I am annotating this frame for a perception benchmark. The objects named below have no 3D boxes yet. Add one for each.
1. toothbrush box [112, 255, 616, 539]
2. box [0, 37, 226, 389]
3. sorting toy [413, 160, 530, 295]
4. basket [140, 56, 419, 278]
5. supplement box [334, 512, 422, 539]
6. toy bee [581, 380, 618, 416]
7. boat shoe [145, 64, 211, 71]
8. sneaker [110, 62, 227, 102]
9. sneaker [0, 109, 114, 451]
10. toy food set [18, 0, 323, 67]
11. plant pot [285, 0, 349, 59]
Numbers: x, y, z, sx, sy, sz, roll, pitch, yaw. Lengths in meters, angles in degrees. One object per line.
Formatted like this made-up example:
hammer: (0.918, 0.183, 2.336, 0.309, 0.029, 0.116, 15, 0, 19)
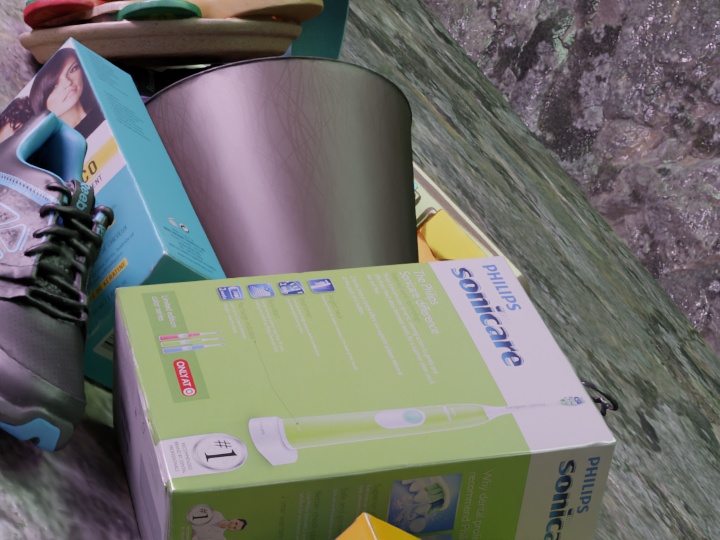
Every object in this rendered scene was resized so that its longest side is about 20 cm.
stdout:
toothbrush box: (-0.005, 0.073, 0.753, 0.198, 0.087, 0.146, -6, 36, -16)
box: (-0.140, -0.034, 0.880, 0.049, 0.082, 0.201, 33, 19, -42)
sorting toy: (0.000, 0.000, 1.065, 0.200, 0.185, 0.036, 48, -30, -4)
basket: (-0.035, 0.000, 0.929, 0.137, 0.178, 0.202, 103, -23, -53)
supplement box: (0.043, 0.203, 0.699, 0.199, 0.109, 0.110, 34, 18, -44)
toy bee: (0.071, 0.101, 1.156, 0.130, 0.109, 0.200, 33, -8, -17)
boat shoe: (-0.096, -0.112, 1.257, 0.198, 0.062, 0.076, 3, 61, -37)
sneaker: (-0.140, -0.116, 1.102, 0.087, 0.076, 0.200, 37, 23, -3)
sneaker: (-0.153, -0.003, 0.750, 0.073, 0.082, 0.201, 38, 17, -39)
toy food set: (-0.136, -0.166, 1.112, 0.196, 0.049, 0.200, -5, 5, -24)
plant pot: (-0.096, -0.239, 1.455, 0.133, 0.203, 0.200, 10, 9, 11)
